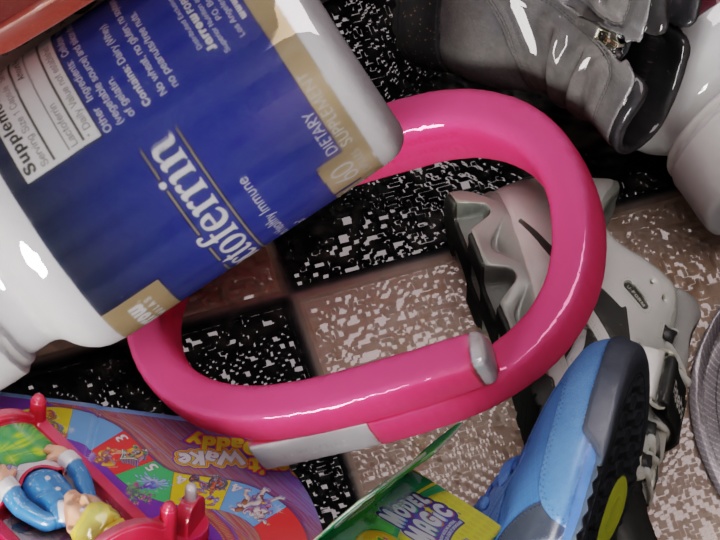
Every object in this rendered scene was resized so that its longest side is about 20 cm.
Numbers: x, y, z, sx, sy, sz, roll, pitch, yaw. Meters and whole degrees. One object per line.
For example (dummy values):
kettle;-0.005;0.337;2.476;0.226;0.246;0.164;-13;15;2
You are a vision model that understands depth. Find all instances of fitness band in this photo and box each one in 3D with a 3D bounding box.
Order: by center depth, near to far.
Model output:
fitness band;0.000;0.000;1.097;0.199;0.037;0.144;-15;55;16

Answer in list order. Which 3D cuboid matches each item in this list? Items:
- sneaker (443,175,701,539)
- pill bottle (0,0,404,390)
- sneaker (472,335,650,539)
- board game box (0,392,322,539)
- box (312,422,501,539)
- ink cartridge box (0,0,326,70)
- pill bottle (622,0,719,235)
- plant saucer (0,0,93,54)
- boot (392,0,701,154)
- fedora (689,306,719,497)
sneaker;0.104;0.045;1.105;0.088;0.074;0.201;-14;67;-9
pill bottle;-0.093;-0.042;1.077;0.200;0.116;0.116;-34;70;3
sneaker;0.049;0.112;1.029;0.078;0.066;0.201;23;104;21
board game box;-0.110;0.089;1.050;0.199;0.039;0.158;8;37;-1
box;-0.016;0.151;0.969;0.048;0.117;0.200;31;107;11
ink cartridge box;-0.118;-0.151;1.177;0.200;0.083;0.147;-31;70;-17
pill bottle;0.134;-0.122;1.165;0.114;0.114;0.200;-26;69;-15
plant saucer;-0.110;-0.183;1.087;0.199;0.037;0.200;-31;53;-3
boot;0.084;-0.157;1.091;0.131;0.201;0.070;22;33;38
fedora;0.239;0.037;1.109;0.199;0.090;0.177;-19;67;-13
